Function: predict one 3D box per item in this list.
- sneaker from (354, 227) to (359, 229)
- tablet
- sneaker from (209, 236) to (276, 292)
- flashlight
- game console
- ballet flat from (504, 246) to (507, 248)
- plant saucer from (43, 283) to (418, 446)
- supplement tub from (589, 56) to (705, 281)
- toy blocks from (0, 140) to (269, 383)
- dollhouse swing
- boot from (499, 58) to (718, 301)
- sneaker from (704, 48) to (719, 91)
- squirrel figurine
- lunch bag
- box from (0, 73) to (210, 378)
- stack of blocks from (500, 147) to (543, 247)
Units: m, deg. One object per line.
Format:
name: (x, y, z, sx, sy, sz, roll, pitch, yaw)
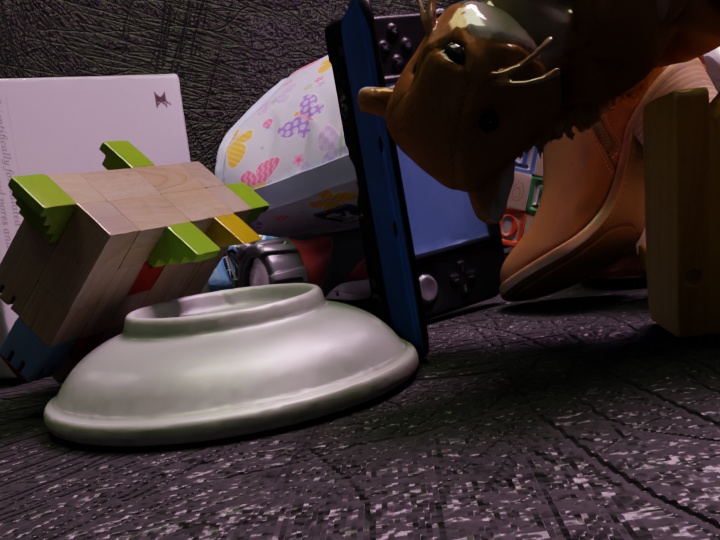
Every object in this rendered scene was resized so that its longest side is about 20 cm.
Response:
sneaker: (0.050, -0.052, 0.901, 0.197, 0.079, 0.091, -19, -7, 11)
tablet: (0.029, 0.003, 0.926, 0.198, 0.014, 0.129, -13, 8, -39)
sneaker: (-0.091, -0.019, 0.934, 0.198, 0.080, 0.089, -13, 1, -40)
flashlight: (0.000, 0.000, 0.777, 0.197, 0.069, 0.068, -7, -32, -36)
game console: (0.050, -0.066, 0.620, 0.169, 0.204, 0.118, -15, 8, -36)
ballet flat: (0.153, -0.049, 0.994, 0.198, 0.074, 0.072, -2, 8, 45)
plant saucer: (-0.069, 0.040, 0.528, 0.196, 0.051, 0.200, -8, 6, 1)
supplement tub: (0.201, -0.098, 0.730, 0.105, 0.204, 0.107, -6, 5, 1)
toy blocks: (-0.151, 0.009, 0.597, 0.100, 0.138, 0.200, 40, 20, 12)
dollhouse swing: (0.251, -0.060, 0.551, 0.196, 0.184, 0.177, -8, 26, 5)
boot: (0.140, -0.088, 0.671, 0.073, 0.156, 0.200, 6, -43, -50)
sneaker: (0.344, -0.125, 0.834, 0.082, 0.200, 0.075, -47, 31, 0)
squirrel figurine: (0.092, -0.106, 0.495, 0.187, 0.141, 0.200, -48, -11, -10)
lunch bag: (-0.007, -0.102, 0.794, 0.168, 0.128, 0.200, -18, 20, 29)
box: (-0.232, -0.039, 0.754, 0.129, 0.203, 0.199, -4, 7, 36)
stack of blocks: (0.201, -0.064, 0.827, 0.196, 0.117, 0.059, 10, 4, -8)
